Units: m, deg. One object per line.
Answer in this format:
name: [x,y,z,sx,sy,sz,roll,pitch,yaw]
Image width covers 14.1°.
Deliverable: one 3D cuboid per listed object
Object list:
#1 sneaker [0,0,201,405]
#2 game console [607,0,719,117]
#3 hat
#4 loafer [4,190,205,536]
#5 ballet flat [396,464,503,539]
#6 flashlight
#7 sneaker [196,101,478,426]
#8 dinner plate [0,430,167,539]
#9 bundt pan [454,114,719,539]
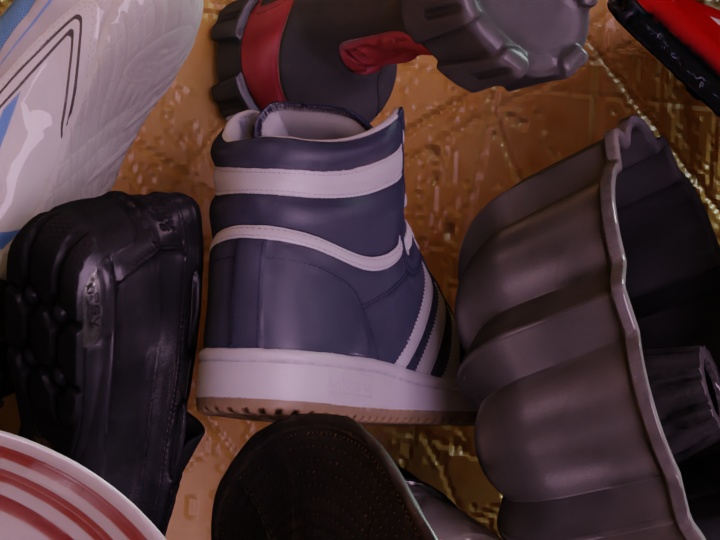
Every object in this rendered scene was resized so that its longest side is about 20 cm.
sneaker: [-0.125,-0.031,1.014,0.201,0.072,0.072,-62,148,-2]
game console: [0.144,-0.006,1.088,0.172,0.200,0.119,44,103,13]
hat: [-0.023,0.146,0.924,0.081,0.200,0.202,-20,98,-27]
loafer: [-0.085,0.066,1.001,0.070,0.068,0.202,-16,125,-37]
ballet flat: [0.039,0.128,1.026,0.068,0.069,0.200,-31,71,-25]
flashlight: [0.014,-0.080,1.008,0.067,0.200,0.068,3,88,-27]
sneaker: [0.000,0.000,1.025,0.200,0.070,0.109,11,79,-70]
dinner plate: [-0.140,0.131,0.858,0.199,0.024,0.201,-4,114,-10]
bundt pan: [0.090,0.052,1.023,0.075,0.202,0.203,-17,99,17]
